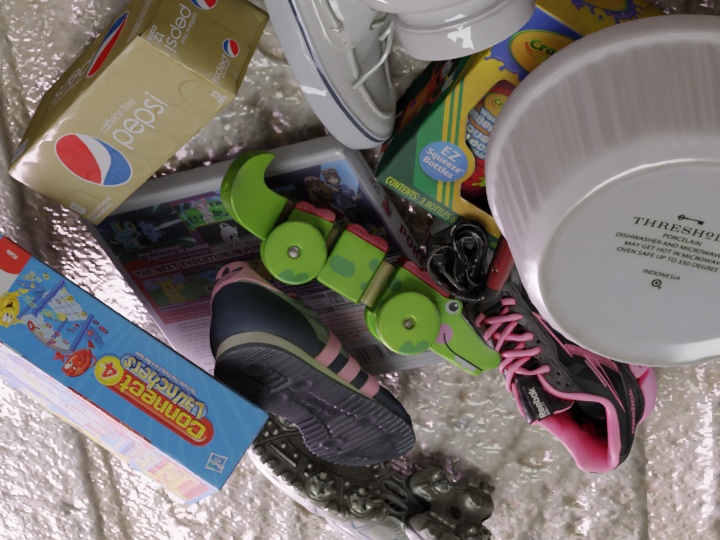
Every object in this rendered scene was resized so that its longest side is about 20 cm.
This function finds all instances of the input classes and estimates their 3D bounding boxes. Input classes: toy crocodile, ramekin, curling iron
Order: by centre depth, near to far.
[{"bbox_3d":[0.170,-0.034,1.368,0.202,0.094,0.203,-1,135,-1],"label":"ramekin"},{"bbox_3d":[0.090,-0.052,1.432,0.049,0.026,0.200,21,132,-9],"label":"curling iron"},{"bbox_3d":[0.000,0.000,1.515,0.200,0.068,0.062,32,90,-3],"label":"toy crocodile"}]

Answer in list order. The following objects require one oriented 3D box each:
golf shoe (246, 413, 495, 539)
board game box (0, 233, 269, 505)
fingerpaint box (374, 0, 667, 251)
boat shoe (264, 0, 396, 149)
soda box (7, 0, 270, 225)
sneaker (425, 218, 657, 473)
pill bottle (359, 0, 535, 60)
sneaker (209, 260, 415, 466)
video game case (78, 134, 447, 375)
[{"bbox_3d":[-0.009,0.154,1.700,0.200,0.078,0.097,30,143,-22],"label":"golf shoe"},{"bbox_3d":[-0.163,0.066,1.573,0.196,0.056,0.200,34,169,-3],"label":"board game box"},{"bbox_3d":[0.137,-0.073,1.470,0.200,0.073,0.167,31,130,-16],"label":"fingerpaint box"},{"bbox_3d":[-0.003,-0.162,1.427,0.086,0.075,0.202,-12,119,22],"label":"boat shoe"},{"bbox_3d":[-0.132,-0.102,1.472,0.068,0.064,0.200,31,148,-16],"label":"soda box"},{"bbox_3d":[0.110,0.048,1.568,0.079,0.095,0.200,-30,114,35],"label":"sneaker"},{"bbox_3d":[0.027,-0.215,1.324,0.112,0.113,0.200,-11,119,20],"label":"pill bottle"},{"bbox_3d":[-0.027,0.059,1.592,0.070,0.082,0.200,-23,145,19],"label":"sneaker"},{"bbox_3d":[-0.053,0.003,1.602,0.200,0.023,0.182,-12,128,29],"label":"video game case"}]
